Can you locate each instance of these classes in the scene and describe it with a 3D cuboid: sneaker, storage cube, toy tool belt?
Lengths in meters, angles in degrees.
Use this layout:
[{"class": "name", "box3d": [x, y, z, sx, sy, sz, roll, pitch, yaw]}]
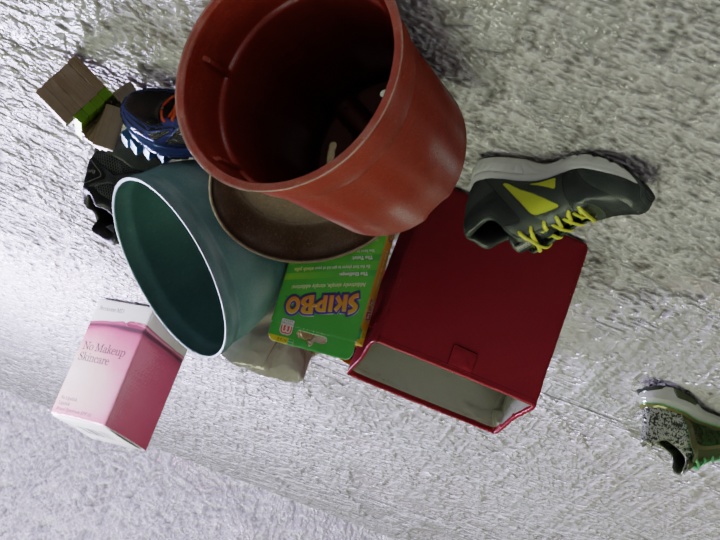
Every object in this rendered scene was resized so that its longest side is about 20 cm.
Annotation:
[{"class": "sneaker", "box3d": [-0.142, -0.153, 1.601, 0.198, 0.076, 0.079, 8, 150, 14]}, {"class": "storage cube", "box3d": [0.106, 0.041, 1.686, 0.199, 0.181, 0.171, 23, 163, -3]}, {"class": "sneaker", "box3d": [0.405, 0.215, 2.010, 0.199, 0.089, 0.077, 29, 161, -25]}, {"class": "toy tool belt", "box3d": [-0.109, 0.036, 1.799, 0.124, 0.124, 0.200, 19, -175, -32]}, {"class": "sneaker", "box3d": [0.176, -0.052, 1.487, 0.199, 0.085, 0.074, 2, 156, 45]}, {"class": "sneaker", "box3d": [-0.234, -0.062, 1.880, 0.199, 0.115, 0.076, 30, 165, -32]}]

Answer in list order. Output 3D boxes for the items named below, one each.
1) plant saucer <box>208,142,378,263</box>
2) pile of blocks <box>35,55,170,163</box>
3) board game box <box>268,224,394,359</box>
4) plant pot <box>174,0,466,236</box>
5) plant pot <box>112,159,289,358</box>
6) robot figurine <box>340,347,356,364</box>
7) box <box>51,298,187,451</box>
[{"class": "plant saucer", "box3d": [-0.046, -0.095, 1.550, 0.198, 0.037, 0.202, -7, 130, -8]}, {"class": "pile of blocks", "box3d": [-0.233, -0.145, 1.682, 0.198, 0.083, 0.062, 21, 162, -1]}, {"class": "board game box", "box3d": [-0.020, -0.016, 1.625, 0.095, 0.202, 0.030, 13, 169, 22]}, {"class": "plant pot", "box3d": [-0.016, -0.128, 1.337, 0.199, 0.202, 0.195, 11, 168, 29]}, {"class": "plant pot", "box3d": [-0.142, -0.030, 1.670, 0.200, 0.134, 0.201, 40, 146, 34]}, {"class": "robot figurine", "box3d": [0.037, 0.095, 2.038, 0.198, 0.059, 0.145, 15, -171, -25]}, {"class": "box", "box3d": [-0.368, 0.161, 2.544, 0.127, 0.201, 0.109, 7, 158, 37]}]
